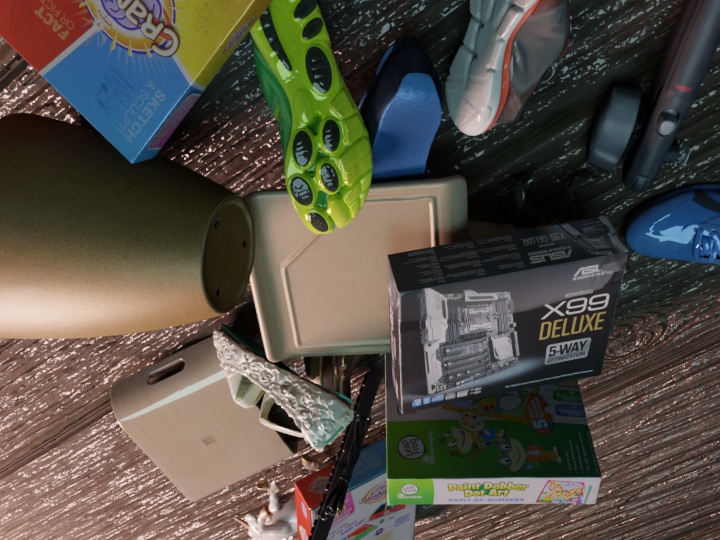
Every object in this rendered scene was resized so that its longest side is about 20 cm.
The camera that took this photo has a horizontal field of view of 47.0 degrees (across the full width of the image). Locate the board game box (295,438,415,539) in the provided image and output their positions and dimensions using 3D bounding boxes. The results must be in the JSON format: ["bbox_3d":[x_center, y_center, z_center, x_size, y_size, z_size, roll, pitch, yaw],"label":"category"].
[{"bbox_3d":[-0.002,0.302,1.009,0.151,0.040,0.203,-20,134,-24],"label":"board game box"}]

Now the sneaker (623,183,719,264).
[{"bbox_3d":[0.346,-0.032,0.756,0.196,0.079,0.067,-4,132,7],"label":"sneaker"}]

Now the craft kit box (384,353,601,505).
[{"bbox_3d":[0.120,0.135,0.819,0.193,0.202,0.049,-3,130,3],"label":"craft kit box"}]

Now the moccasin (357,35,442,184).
[{"bbox_3d":[0.027,-0.114,0.696,0.079,0.069,0.200,4,154,-19],"label":"moccasin"}]

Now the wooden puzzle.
[{"bbox_3d":[0.000,0.000,0.748,0.196,0.038,0.187,-6,127,1],"label":"wooden puzzle"}]

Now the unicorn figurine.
[{"bbox_3d":[-0.085,0.297,1.036,0.196,0.075,0.138,-13,139,4],"label":"unicorn figurine"}]

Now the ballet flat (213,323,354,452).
[{"bbox_3d":[-0.092,0.116,0.822,0.198,0.072,0.073,25,144,39],"label":"ballet flat"}]

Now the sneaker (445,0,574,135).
[{"bbox_3d":[0.131,-0.200,0.641,0.081,0.078,0.202,-7,138,-30],"label":"sneaker"}]

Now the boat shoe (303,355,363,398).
[{"bbox_3d":[-0.019,0.078,0.855,0.073,0.075,0.205,-3,129,8],"label":"boat shoe"}]

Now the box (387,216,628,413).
[{"bbox_3d":[0.124,0.042,0.730,0.196,0.050,0.159,-9,134,-6],"label":"box"}]

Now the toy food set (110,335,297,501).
[{"bbox_3d":[-0.176,0.175,0.961,0.142,0.061,0.201,-25,127,6],"label":"toy food set"}]

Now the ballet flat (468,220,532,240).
[{"bbox_3d":[0.170,-0.001,0.803,0.069,0.070,0.200,-32,124,25],"label":"ballet flat"}]

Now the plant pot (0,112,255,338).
[{"bbox_3d":[-0.193,-0.024,0.670,0.196,0.188,0.189,8,132,18],"label":"plant pot"}]

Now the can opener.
[{"bbox_3d":[0.252,-0.154,0.666,0.077,0.064,0.202,12,129,-8],"label":"can opener"}]

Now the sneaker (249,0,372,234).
[{"bbox_3d":[-0.038,-0.131,0.655,0.073,0.084,0.204,-14,103,-2],"label":"sneaker"}]

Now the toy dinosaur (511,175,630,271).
[{"bbox_3d":[0.174,-0.040,0.747,0.196,0.090,0.047,2,176,-22],"label":"toy dinosaur"}]

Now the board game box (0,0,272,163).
[{"bbox_3d":[-0.152,-0.203,0.588,0.153,0.040,0.200,43,109,-1],"label":"board game box"}]

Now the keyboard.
[{"bbox_3d":[-0.017,0.196,0.857,0.020,0.203,0.127,20,162,-3],"label":"keyboard"}]
